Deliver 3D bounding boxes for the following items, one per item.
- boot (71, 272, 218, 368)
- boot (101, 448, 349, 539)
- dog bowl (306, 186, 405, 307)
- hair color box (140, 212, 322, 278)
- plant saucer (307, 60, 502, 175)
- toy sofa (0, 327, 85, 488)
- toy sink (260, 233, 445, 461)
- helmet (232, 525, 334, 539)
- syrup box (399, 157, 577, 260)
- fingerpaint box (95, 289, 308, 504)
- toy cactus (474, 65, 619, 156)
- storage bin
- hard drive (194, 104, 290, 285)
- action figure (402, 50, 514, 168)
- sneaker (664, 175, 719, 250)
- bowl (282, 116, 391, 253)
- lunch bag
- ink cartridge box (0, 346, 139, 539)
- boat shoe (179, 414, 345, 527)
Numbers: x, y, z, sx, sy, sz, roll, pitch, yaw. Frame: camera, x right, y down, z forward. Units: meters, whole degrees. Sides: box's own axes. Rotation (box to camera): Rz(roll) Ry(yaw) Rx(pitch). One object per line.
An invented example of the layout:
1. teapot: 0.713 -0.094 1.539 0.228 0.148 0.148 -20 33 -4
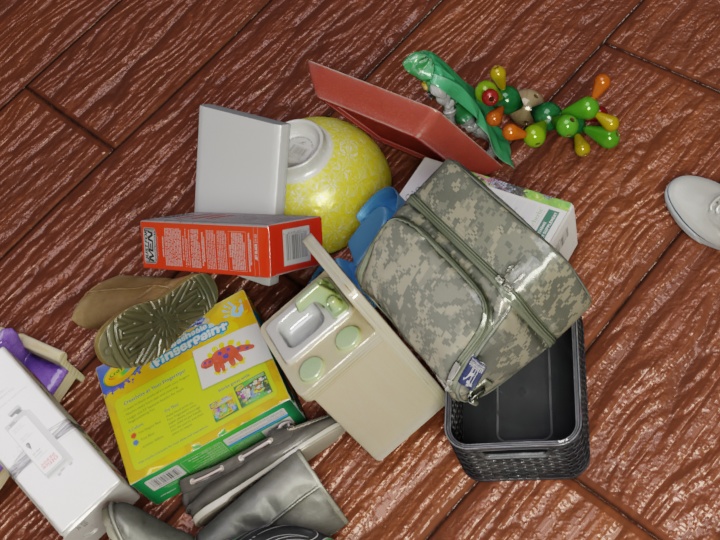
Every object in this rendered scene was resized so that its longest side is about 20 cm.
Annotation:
1. boot: -0.283 0.058 1.194 0.199 0.066 0.175 -2 22 45
2. boot: -0.136 0.253 1.033 0.200 0.182 0.073 -36 22 2
3. dog bowl: 0.000 0.000 1.155 0.200 0.049 0.112 -53 22 15
4. hair color box: -0.152 -0.033 1.185 0.199 0.101 0.062 5 101 35
5. plant saucer: 0.050 -0.174 1.222 0.199 0.200 0.037 27 90 32
6. toy sofa: -0.434 0.175 1.215 0.083 0.098 0.200 18 65 28
7. toy sink: -0.021 0.083 1.048 0.112 0.200 0.130 -40 40 -1
8. helmet: -0.079 0.333 0.934 0.191 0.200 0.200 -47 56 -4
9. syrup box: 0.144 -0.054 1.174 0.199 0.082 0.079 22 65 28
10. fingerpaint box: -0.184 0.144 1.163 0.199 0.073 0.167 -29 54 -1
11. toy cactus: 0.215 -0.200 1.217 0.199 0.103 0.165 5 17 -18
12. storage bin: 0.165 0.109 1.055 0.135 0.094 0.201 -5 58 15
13. hard drive: -0.150 -0.094 1.248 0.132 0.201 0.027 18 23 31
14. action figure: 0.112 -0.204 1.208 0.055 0.200 0.118 -35 50 18
15. sneaker: 0.412 -0.052 1.087 0.073 0.071 0.200 -41 55 -10
16. bowl: -0.069 -0.127 1.278 0.199 0.108 0.201 -9 57 13
17. lunch bag: 0.105 0.015 1.002 0.168 0.139 0.200 -45 55 5
18. ink cartridge box: -0.342 0.196 1.101 0.083 0.147 0.200 -42 78 -16
19. boat shoe: -0.110 0.203 1.101 0.200 0.067 0.057 -33 69 -1
